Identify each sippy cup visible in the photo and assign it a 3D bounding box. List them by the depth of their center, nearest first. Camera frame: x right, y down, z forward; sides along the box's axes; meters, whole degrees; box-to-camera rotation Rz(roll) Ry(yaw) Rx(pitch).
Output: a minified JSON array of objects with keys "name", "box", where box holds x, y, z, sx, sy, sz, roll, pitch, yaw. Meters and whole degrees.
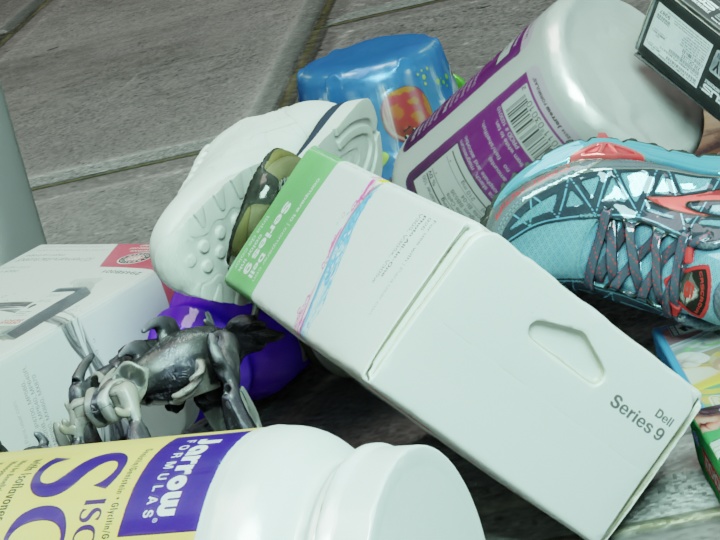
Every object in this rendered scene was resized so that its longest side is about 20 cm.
[{"name":"sippy cup","box":[0.019,-0.081,1.407,0.139,0.131,0.178,-15,16,-4]}]

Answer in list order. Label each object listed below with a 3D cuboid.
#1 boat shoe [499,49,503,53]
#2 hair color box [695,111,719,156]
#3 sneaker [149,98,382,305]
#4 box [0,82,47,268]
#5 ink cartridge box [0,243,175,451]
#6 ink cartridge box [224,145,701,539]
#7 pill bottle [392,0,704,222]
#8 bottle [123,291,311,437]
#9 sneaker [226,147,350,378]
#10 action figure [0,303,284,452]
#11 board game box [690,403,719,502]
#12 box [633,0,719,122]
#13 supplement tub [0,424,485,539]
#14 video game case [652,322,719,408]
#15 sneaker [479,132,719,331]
[{"name":"boat shoe","box":[0.116,-0.086,1.333,0.074,0.061,0.200,16,14,-18]},{"name":"hair color box","box":[0.233,-0.050,1.246,0.109,0.065,0.200,-8,16,20]},{"name":"sneaker","box":[-0.064,-0.038,1.176,0.080,0.077,0.200,9,26,28]},{"name":"box","box":[-0.305,-0.029,1.384,0.171,0.200,0.200,-13,17,3]},{"name":"ink cartridge box","box":[-0.192,0.057,1.219,0.145,0.085,0.200,0,24,39]},{"name":"ink cartridge box","box":[0.041,0.029,0.981,0.088,0.145,0.200,-56,24,-3]},{"name":"pill bottle","box":[0.088,-0.056,1.198,0.200,0.112,0.112,-40,-4,42]},{"name":"bottle","box":[-0.063,0.029,1.198,0.065,0.084,0.200,-30,7,38]},{"name":"sneaker","box":[0.000,0.000,1.122,0.088,0.200,0.077,12,71,28]},{"name":"action figure","box":[-0.103,0.084,1.034,0.119,0.102,0.200,-9,15,34]},{"name":"board game box","box":[0.249,0.070,0.906,0.199,0.029,0.135,-14,17,2]},{"name":"box","box":[0.266,-0.099,1.104,0.157,0.050,0.200,-28,58,-34]},{"name":"supplement tub","box":[-0.065,0.131,0.766,0.199,0.146,0.145,-8,18,23]},{"name":"video game case","box":[0.251,0.033,1.042,0.199,0.018,0.143,-14,16,2]},{"name":"sneaker","box":[0.159,-0.015,1.075,0.199,0.080,0.096,-3,32,-1]}]
